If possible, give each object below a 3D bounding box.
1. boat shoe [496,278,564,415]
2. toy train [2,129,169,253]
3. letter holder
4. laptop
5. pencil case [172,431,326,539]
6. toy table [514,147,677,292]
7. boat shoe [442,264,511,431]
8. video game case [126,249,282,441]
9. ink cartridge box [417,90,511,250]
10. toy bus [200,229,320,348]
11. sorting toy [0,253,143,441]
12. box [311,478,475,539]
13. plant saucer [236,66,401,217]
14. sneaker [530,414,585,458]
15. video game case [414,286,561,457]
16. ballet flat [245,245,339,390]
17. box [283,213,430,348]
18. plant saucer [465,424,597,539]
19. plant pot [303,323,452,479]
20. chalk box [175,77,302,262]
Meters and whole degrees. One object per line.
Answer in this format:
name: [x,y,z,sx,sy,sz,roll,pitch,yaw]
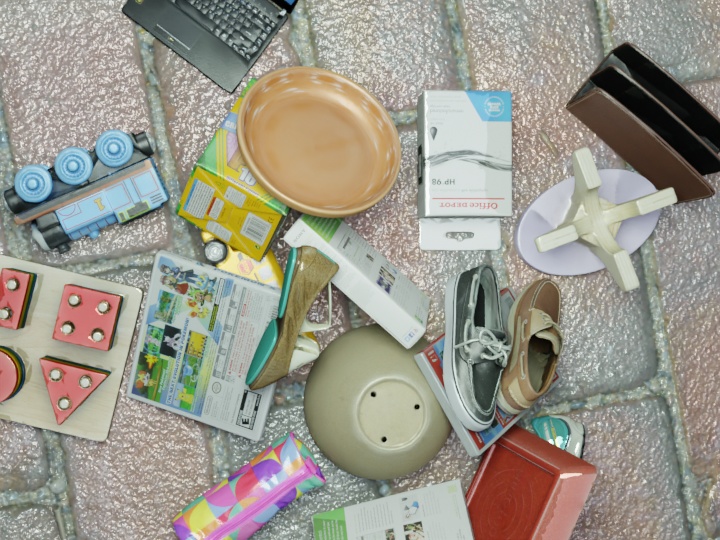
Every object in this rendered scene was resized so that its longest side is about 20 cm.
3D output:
boat shoe: [0.225,0.091,1.393,0.076,0.072,0.201,35,53,-21]
toy train: [-0.336,-0.098,1.373,0.199,0.087,0.115,-25,98,-5]
letter holder: [0.382,-0.190,1.407,0.200,0.142,0.101,41,87,-4]
laptop: [-0.173,-0.358,1.376,0.177,0.103,0.200,37,87,-4]
pencil case: [-0.141,0.290,1.390,0.200,0.088,0.089,-38,93,-5]
toy table: [0.301,-0.065,1.414,0.200,0.117,0.184,-32,93,-3]
boat shoe: [0.147,0.090,1.333,0.073,0.068,0.200,20,60,-32]
video game case: [-0.185,0.094,1.368,0.181,0.022,0.201,18,110,5]
ink cartridge box: [0.133,-0.126,1.422,0.115,0.067,0.201,-1,90,-6]
toy bus: [-0.129,0.027,1.399,0.078,0.065,0.201,-27,92,-5]
sorting toy: [-0.391,0.097,1.373,0.199,0.070,0.200,14,89,-5]
box: [0.042,0.343,1.368,0.199,0.145,0.036,-14,129,4]
plant saucer: [-0.050,-0.146,1.289,0.199,0.037,0.201,10,60,-18]
sneaker: [0.239,0.287,1.441,0.079,0.077,0.201,11,84,14]
video game case: [0.164,0.123,1.392,0.200,0.017,0.143,-32,94,-42]
ballet flat: [-0.073,0.064,1.294,0.072,0.068,0.201,16,112,-13]
box: [0.000,0.000,1.364,0.200,0.144,0.036,43,104,-4]
plant saucer: [0.183,0.298,1.361,0.037,0.200,0.200,26,88,-24]
plant pot: [0.030,0.170,1.380,0.199,0.134,0.201,0,90,-5]
chalk box: [-0.118,-0.139,1.354,0.123,0.125,0.200,29,56,-5]
